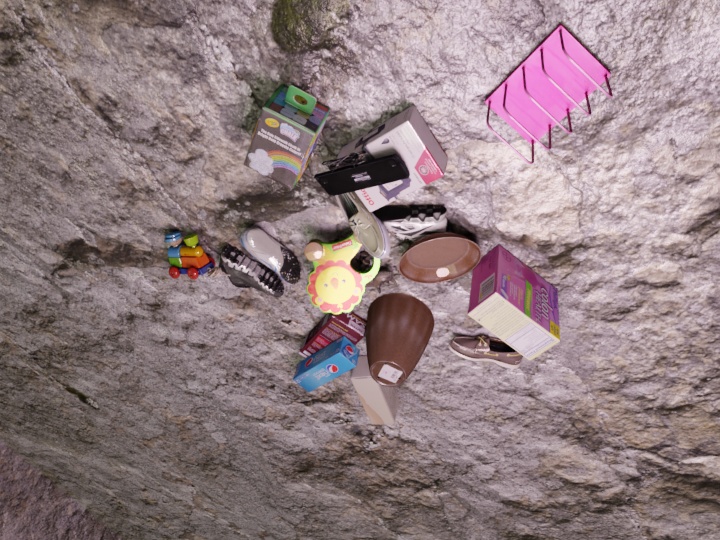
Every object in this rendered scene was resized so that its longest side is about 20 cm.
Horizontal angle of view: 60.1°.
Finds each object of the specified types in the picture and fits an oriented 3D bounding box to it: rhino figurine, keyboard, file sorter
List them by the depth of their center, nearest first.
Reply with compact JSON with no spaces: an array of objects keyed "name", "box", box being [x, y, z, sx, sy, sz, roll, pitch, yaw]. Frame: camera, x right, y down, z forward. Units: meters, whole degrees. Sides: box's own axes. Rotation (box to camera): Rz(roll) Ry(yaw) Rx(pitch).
[{"name":"file sorter","box":[0.351,-0.322,1.174,0.138,0.126,0.200,36,128,-15]},{"name":"keyboard","box":[-0.001,-0.217,1.317,0.198,0.040,0.104,-10,147,24]},{"name":"rhino figurine","box":[0.000,0.000,1.572,0.198,0.060,0.088,21,124,1]}]

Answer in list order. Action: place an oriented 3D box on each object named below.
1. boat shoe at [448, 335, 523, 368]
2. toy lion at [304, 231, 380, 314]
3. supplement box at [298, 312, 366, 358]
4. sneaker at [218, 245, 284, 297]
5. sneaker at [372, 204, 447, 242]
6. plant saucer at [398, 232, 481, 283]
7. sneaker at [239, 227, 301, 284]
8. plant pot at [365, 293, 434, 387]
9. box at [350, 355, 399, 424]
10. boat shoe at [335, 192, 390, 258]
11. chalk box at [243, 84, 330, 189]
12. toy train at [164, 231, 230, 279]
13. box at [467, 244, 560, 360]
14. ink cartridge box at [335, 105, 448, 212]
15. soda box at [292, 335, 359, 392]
[{"name":"boat shoe","box":[0.333,0.203,1.639,0.198,0.072,0.060,14,125,-1]},{"name":"toy lion","box":[-0.041,0.003,1.504,0.198,0.069,0.194,-19,101,3]},{"name":"supplement box","box":[-0.078,0.189,1.747,0.108,0.061,0.200,33,130,-13]},{"name":"sneaker","box":[-0.297,0.017,1.671,0.199,0.067,0.091,34,132,-7]},{"name":"sneaker","box":[0.104,-0.100,1.455,0.197,0.074,0.089,2,127,14]},{"name":"plant saucer","box":[0.185,-0.035,1.472,0.198,0.037,0.201,-6,149,-3]},{"name":"sneaker","box":[-0.230,-0.040,1.612,0.200,0.072,0.072,45,160,-28]},{"name":"plant pot","box":[0.089,0.195,1.614,0.184,0.201,0.189,7,129,9]},{"name":"box","box":[0.045,0.349,1.821,0.077,0.095,0.201,-7,124,21]},{"name":"boat shoe","box":[-0.002,-0.112,1.413,0.072,0.062,0.201,-43,67,33]},{"name":"chalk box","box":[-0.150,-0.304,1.332,0.124,0.125,0.201,26,129,-5]},{"name":"toy train","box":[-0.426,-0.044,1.631,0.198,0.085,0.117,2,116,31]},{"name":"box","box":[0.360,0.074,1.455,0.199,0.177,0.097,36,129,-14]},{"name":"ink cartridge box","box":[0.066,-0.237,1.348,0.199,0.085,0.145,-24,117,31]},{"name":"soda box","box":[-0.096,0.262,1.730,0.068,0.065,0.199,41,127,-21]}]
